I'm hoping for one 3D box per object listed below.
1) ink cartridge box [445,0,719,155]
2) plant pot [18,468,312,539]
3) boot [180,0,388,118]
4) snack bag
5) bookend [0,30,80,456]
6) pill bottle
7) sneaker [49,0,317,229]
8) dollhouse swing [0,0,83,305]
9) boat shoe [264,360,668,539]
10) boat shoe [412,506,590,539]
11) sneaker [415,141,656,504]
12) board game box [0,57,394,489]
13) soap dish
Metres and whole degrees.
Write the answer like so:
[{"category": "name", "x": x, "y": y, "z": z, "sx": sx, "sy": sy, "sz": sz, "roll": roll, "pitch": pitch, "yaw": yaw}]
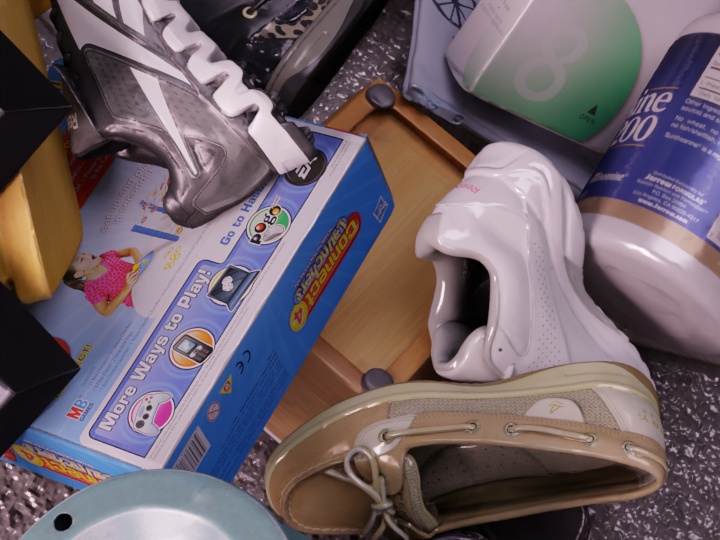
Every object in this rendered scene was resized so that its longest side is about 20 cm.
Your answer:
[{"category": "ink cartridge box", "x": 0.163, "y": -0.159, "z": 1.171, "sx": 0.160, "sy": 0.200, "sz": 0.050, "roll": 20, "pitch": 27, "yaw": -35}, {"category": "plant pot", "x": -0.068, "y": 0.186, "z": 0.894, "sx": 0.198, "sy": 0.188, "sz": 0.201, "roll": -7, "pitch": 55, "yaw": 9}, {"category": "boot", "x": -0.056, "y": -0.192, "z": 1.253, "sx": 0.153, "sy": 0.074, "sz": 0.204, "roll": 29, "pitch": 53, "yaw": 4}, {"category": "snack bag", "x": 0.100, "y": -0.132, "z": 1.255, "sx": 0.188, "sy": 0.021, "sz": 0.201, "roll": 30, "pitch": 48, "yaw": -30}, {"category": "bookend", "x": -0.191, "y": -0.009, "z": 0.920, "sx": 0.200, "sy": 0.199, "sz": 0.092, "roll": 46, "pitch": 15, "yaw": 6}, {"category": "pill bottle", "x": 0.195, "y": -0.065, "z": 1.136, "sx": 0.111, "sy": 0.111, "sz": 0.201, "roll": 32, "pitch": 73, "yaw": 3}, {"category": "sneaker", "x": -0.116, "y": -0.100, "z": 1.005, "sx": 0.090, "sy": 0.066, "sz": 0.200, "roll": -42, "pitch": 81, "yaw": -1}, {"category": "dollhouse swing", "x": -0.233, "y": -0.049, "z": 1.068, "sx": 0.199, "sy": 0.176, "sz": 0.183, "roll": -14, "pitch": 91, "yaw": 12}, {"category": "boat shoe", "x": 0.049, "y": 0.098, "z": 1.041, "sx": 0.199, "sy": 0.074, "sz": 0.063, "roll": -10, "pitch": 37, "yaw": 8}, {"category": "boat shoe", "x": 0.050, "y": 0.161, "z": 1.070, "sx": 0.199, "sy": 0.065, "sz": 0.072, "roll": -29, "pitch": 70, "yaw": -32}, {"category": "sneaker", "x": 0.080, "y": 0.042, "z": 1.087, "sx": 0.099, "sy": 0.078, "sz": 0.201, "roll": -36, "pitch": 108, "yaw": -30}, {"category": "board game box", "x": -0.115, "y": 0.005, "z": 1.039, "sx": 0.195, "sy": 0.056, "sz": 0.201, "roll": 16, "pitch": 62, "yaw": 30}, {"category": "soap dish", "x": 0.000, "y": 0.000, "z": 1.145, "sx": 0.157, "sy": 0.081, "sz": 0.200, "roll": 40, "pitch": 56, "yaw": 8}]
